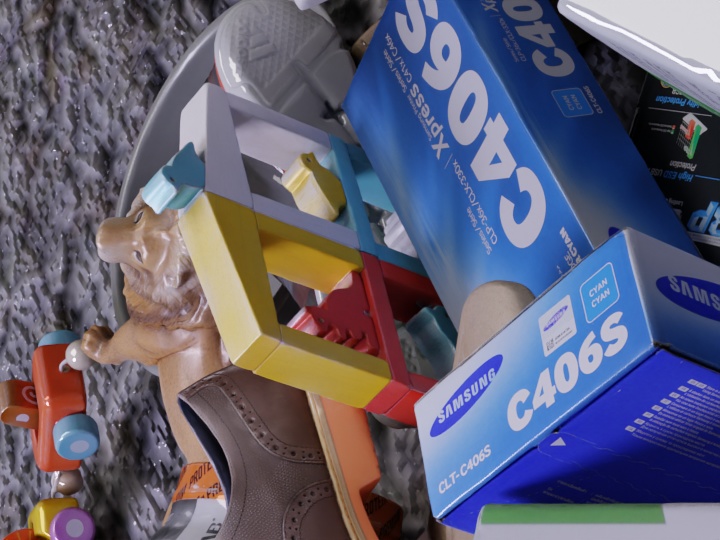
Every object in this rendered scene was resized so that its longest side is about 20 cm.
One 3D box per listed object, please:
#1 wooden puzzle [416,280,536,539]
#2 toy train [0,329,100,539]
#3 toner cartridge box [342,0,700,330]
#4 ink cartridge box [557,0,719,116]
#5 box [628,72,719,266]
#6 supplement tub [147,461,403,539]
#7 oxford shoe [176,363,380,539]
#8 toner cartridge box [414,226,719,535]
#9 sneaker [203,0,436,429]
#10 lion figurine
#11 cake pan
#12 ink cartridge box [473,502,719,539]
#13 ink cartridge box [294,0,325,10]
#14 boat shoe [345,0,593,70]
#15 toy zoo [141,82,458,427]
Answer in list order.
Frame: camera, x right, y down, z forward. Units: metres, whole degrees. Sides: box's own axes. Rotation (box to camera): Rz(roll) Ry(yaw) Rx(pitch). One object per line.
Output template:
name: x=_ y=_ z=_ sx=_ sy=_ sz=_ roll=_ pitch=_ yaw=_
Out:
wooden puzzle: x=0.052 y=0.131 z=0.777 sx=0.201 sy=0.037 sz=0.186 roll=103 pitch=162 yaw=-54
toy train: x=-0.152 y=0.136 z=1.101 sx=0.151 sy=0.055 sz=0.201 roll=104 pitch=157 yaw=-47
toner cartridge box: x=0.062 y=-0.022 z=0.838 sx=0.201 sy=0.043 sz=0.095 roll=63 pitch=146 yaw=31
ink cartridge box: x=0.176 y=-0.053 z=0.634 sx=0.199 sy=0.146 sz=0.083 roll=30 pitch=96 yaw=24
box: x=0.179 y=-0.063 z=0.790 sx=0.200 sy=0.046 sz=0.160 roll=14 pitch=86 yaw=57
supplement tub: x=-0.046 y=0.186 z=0.914 sx=0.122 sy=0.122 sz=0.202 roll=-8 pitch=68 yaw=53
oxford shoe: x=-0.020 y=0.127 z=0.836 sx=0.071 sy=0.072 sz=0.201 roll=104 pitch=154 yaw=-62
toner cartridge box: x=0.122 y=0.059 z=0.670 sx=0.095 sy=0.199 sz=0.043 roll=-43 pitch=41 yaw=33
sneaker: x=-0.013 y=-0.019 z=0.994 sx=0.082 sy=0.077 sz=0.201 roll=-45 pitch=64 yaw=58
lion figurine: x=-0.070 y=0.061 z=1.010 sx=0.122 sy=0.072 sz=0.201 roll=-17 pitch=93 yaw=58
cake pan: x=-0.056 y=-0.039 z=1.119 sx=0.200 sy=0.037 sz=0.202 roll=-30 pitch=51 yaw=45
ink cartridge box: x=0.141 y=0.129 z=0.610 sx=0.144 sy=0.199 sz=0.085 roll=-8 pitch=63 yaw=53
ink cartridge box: x=0.015 y=-0.166 z=0.922 sx=0.117 sy=0.068 sz=0.200 roll=-27 pitch=2 yaw=-5
boat shoe: x=0.064 y=-0.113 z=0.973 sx=0.200 sy=0.072 sz=0.068 roll=-36 pitch=12 yaw=45
toy zoo: x=0.000 y=0.000 z=0.874 sx=0.020 sy=0.199 sz=0.132 roll=-46 pitch=41 yaw=31
